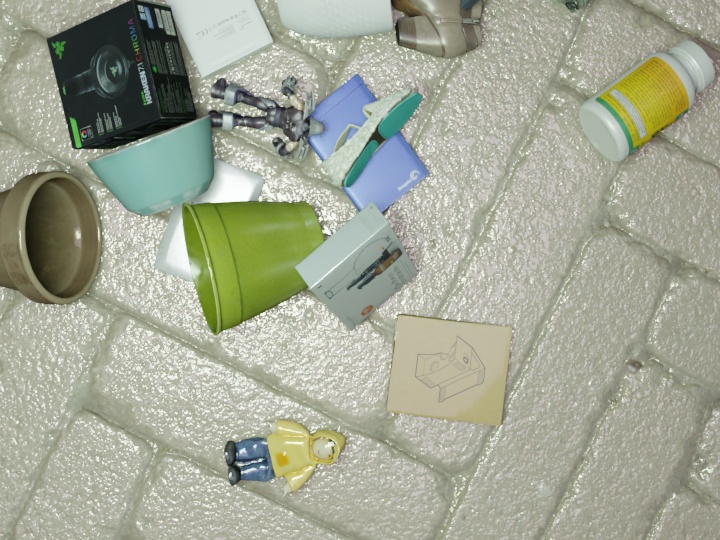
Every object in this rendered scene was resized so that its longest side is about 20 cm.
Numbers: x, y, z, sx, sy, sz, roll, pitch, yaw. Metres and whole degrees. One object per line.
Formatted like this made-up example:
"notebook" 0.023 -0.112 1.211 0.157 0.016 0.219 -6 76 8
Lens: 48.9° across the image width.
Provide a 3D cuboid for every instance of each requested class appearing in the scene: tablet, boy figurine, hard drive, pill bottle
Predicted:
"tablet" -0.248 -0.079 1.298 0.128 0.014 0.204 19 92 -4
"boy figurine" -0.119 0.307 1.298 0.195 0.064 0.127 -7 90 1
"hard drive" 0.003 -0.199 1.299 0.131 0.025 0.201 -37 94 -1
"pill bottle" 0.463 -0.277 1.276 0.198 0.113 0.114 -36 94 -1
"hard drive" -0.241 -0.431 1.276 0.130 0.027 0.203 -26 94 -1

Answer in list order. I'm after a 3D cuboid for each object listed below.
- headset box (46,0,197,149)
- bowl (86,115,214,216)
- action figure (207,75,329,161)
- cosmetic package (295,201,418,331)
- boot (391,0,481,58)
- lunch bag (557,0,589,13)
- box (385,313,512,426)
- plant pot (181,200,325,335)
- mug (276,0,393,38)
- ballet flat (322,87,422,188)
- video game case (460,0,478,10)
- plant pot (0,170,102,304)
"headset box" -0.370 -0.292 1.210 0.196 0.092 0.178 -11 94 27
"bowl" -0.302 -0.153 1.209 0.197 0.201 0.107 -22 105 -2
"action figure" -0.142 -0.248 1.260 0.196 0.069 0.133 15 107 6
"cosmetic package" 0.000 0.000 1.225 0.150 0.200 0.052 -38 62 0
"boot" 0.123 -0.444 1.280 0.143 0.070 0.205 -6 94 -9
"lunch bag" 0.337 -0.537 1.251 0.166 0.139 0.202 32 90 -15
"box" 0.147 0.165 1.325 0.195 0.021 0.167 7 92 -3
"plant pot" -0.157 -0.023 1.223 0.189 0.200 0.205 -14 93 -19
"mug" -0.044 -0.441 1.202 0.171 0.200 0.151 -7 78 5
"ballet flat" 0.012 -0.223 1.255 0.072 0.072 0.201 41 89 -4
"video game case" 0.224 -0.505 1.196 0.019 0.199 0.146 20 64 -25
"plant pot" -0.523 -0.045 1.212 0.171 0.200 0.205 -3 93 14
